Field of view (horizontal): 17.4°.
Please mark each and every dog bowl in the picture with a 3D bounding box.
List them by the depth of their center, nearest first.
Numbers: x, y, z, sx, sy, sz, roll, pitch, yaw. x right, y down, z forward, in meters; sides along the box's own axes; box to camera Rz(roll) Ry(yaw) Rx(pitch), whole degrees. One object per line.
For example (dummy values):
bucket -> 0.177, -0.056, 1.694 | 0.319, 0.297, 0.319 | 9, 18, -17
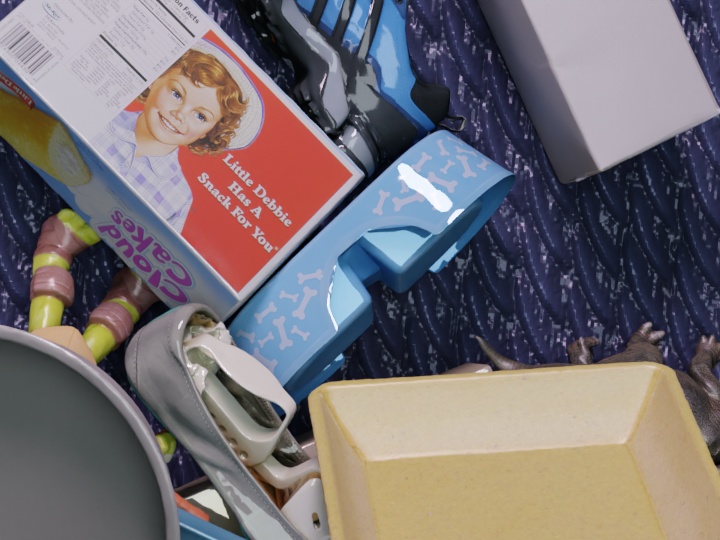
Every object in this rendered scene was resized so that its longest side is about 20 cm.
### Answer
dog bowl -> 0.000, 0.000, 1.317 | 0.200, 0.112, 0.050 | -44, 81, -6

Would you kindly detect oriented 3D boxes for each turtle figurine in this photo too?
turtle figurine -> -0.157, 0.055, 1.280 | 0.199, 0.065, 0.162 | 27, 49, -6

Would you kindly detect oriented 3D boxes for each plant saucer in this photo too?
plant saucer -> 0.079, 0.119, 1.183 | 0.198, 0.200, 0.049 | -4, 118, -5

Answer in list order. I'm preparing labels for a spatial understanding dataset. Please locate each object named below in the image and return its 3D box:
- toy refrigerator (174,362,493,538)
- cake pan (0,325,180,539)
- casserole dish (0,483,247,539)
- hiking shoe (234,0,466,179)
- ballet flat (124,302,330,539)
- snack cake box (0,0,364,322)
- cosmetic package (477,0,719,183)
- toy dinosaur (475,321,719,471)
toy refrigerator -> -0.010, 0.123, 1.327 | 0.199, 0.076, 0.070 | -22, 92, -8
cake pan -> -0.179, 0.118, 1.180 | 0.198, 0.037, 0.202 | 5, 107, 15
casserole dish -> -0.098, 0.179, 1.225 | 0.199, 0.039, 0.122 | 24, 112, 1
hiking shoe -> -0.019, -0.154, 1.340 | 0.086, 0.074, 0.201 | -28, 102, -15
ballet flat -> -0.046, 0.103, 1.244 | 0.064, 0.067, 0.200 | -37, 94, 31
snack cake box -> -0.111, -0.077, 1.299 | 0.200, 0.067, 0.115 | 46, 58, -2
cosmetic package -> 0.118, -0.156, 1.335 | 0.090, 0.107, 0.201 | -28, 94, -8
toy dinosaur -> 0.162, 0.074, 1.333 | 0.199, 0.102, 0.077 | 32, 112, -7
